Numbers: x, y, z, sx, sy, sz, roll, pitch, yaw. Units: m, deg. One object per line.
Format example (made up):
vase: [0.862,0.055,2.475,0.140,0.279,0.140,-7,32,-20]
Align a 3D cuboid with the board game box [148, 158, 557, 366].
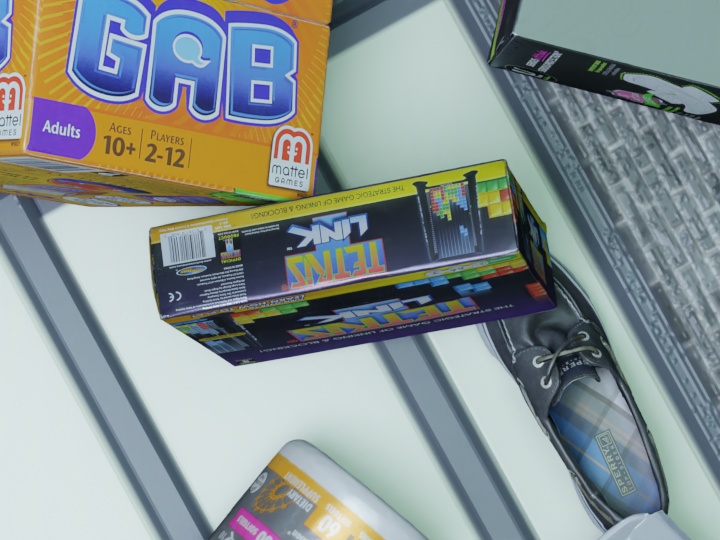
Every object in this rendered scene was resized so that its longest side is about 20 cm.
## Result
board game box: [0.000,0.000,1.453,0.199,0.165,0.057,-11,76,10]

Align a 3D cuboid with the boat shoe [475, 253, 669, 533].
boat shoe: [0.125,0.069,1.529,0.070,0.066,0.201,-23,88,-5]

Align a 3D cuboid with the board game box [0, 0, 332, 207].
board game box: [-0.154,-0.145,1.419,0.200,0.199,0.201,9,84,-44]

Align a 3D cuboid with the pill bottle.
pill bottle: [-0.055,0.205,1.484,0.116,0.116,0.200,38,84,-1]

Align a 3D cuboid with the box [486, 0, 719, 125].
box: [0.190,-0.172,1.521,0.199,0.124,0.149,13,85,-4]

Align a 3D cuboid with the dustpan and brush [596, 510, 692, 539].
dustpan and brush: [0.137,0.246,1.524,0.140,0.057,0.200,44,84,-22]
